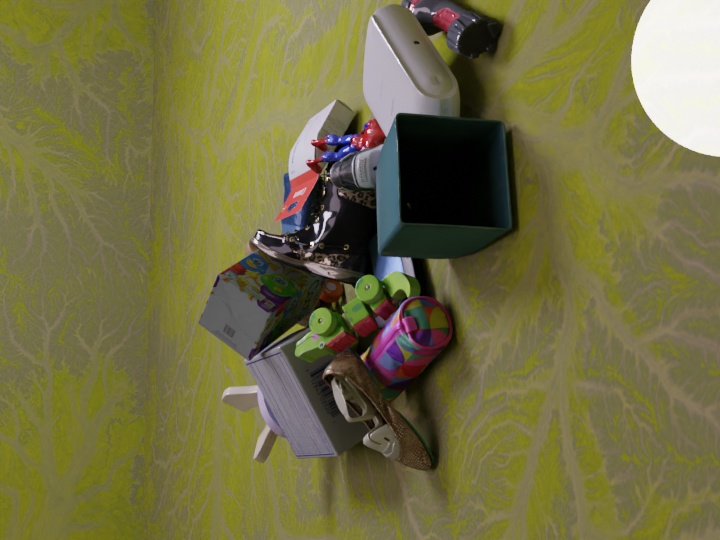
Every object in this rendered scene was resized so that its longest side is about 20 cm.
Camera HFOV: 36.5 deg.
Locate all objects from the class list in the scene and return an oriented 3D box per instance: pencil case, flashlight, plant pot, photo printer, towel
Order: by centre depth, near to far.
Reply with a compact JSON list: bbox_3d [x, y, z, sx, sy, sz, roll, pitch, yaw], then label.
[{"bbox_3d":[0.089,-0.089,1.392,0.200,0.140,0.143,127,143,-68],"label":"plant pot"},{"bbox_3d":[0.114,-0.330,1.463,0.200,0.067,0.068,-122,44,-59],"label":"flashlight"},{"bbox_3d":[0.070,-0.235,1.483,0.167,0.069,0.201,97,152,-53],"label":"photo printer"},{"bbox_3d":[0.054,0.113,1.502,0.200,0.088,0.089,125,144,-51],"label":"pencil case"},{"bbox_3d":[-0.119,-0.085,2.052,0.112,0.048,0.202,-160,76,-68],"label":"towel"}]

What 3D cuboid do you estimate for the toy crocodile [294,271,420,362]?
[{"bbox_3d":[-0.005,0.066,1.503,0.199,0.067,0.062,-36,56,11],"label":"toy crocodile"}]

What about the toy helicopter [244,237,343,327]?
[{"bbox_3d":[-0.134,0.022,1.867,0.200,0.132,0.079,47,137,19],"label":"toy helicopter"}]

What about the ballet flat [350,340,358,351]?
[{"bbox_3d":[-0.042,0.139,1.796,0.200,0.066,0.068,180,73,-72],"label":"ballet flat"}]

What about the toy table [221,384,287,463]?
[{"bbox_3d":[-0.132,0.224,1.867,0.117,0.183,0.200,-49,8,40],"label":"toy table"}]

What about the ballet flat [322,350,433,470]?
[{"bbox_3d":[0.016,0.202,1.481,0.200,0.065,0.071,50,145,18],"label":"ballet flat"}]

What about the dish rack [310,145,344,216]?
[{"bbox_3d":[-0.046,-0.124,1.860,0.153,0.054,0.202,138,133,-60],"label":"dish rack"}]

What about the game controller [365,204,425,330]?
[{"bbox_3d":[0.043,-0.013,1.589,0.104,0.042,0.201,-34,48,31],"label":"game controller"}]

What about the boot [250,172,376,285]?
[{"bbox_3d":[-0.061,-0.072,1.639,0.199,0.073,0.152,19,92,31],"label":"boot"}]

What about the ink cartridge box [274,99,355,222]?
[{"bbox_3d":[-0.096,-0.189,1.897,0.201,0.057,0.162,-57,14,-15],"label":"ink cartridge box"}]

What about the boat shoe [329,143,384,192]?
[{"bbox_3d":[0.013,-0.147,1.547,0.200,0.070,0.073,-8,-83,-70],"label":"boat shoe"}]

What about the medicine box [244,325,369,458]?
[{"bbox_3d":[-0.072,0.185,1.685,0.183,0.102,0.200,62,157,-1],"label":"medicine box"}]

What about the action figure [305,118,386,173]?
[{"bbox_3d":[-0.008,-0.199,1.737,0.199,0.051,0.066,-10,57,52],"label":"action figure"}]

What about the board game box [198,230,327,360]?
[{"bbox_3d":[-0.143,0.035,1.704,0.200,0.105,0.103,-38,-21,-55],"label":"board game box"}]

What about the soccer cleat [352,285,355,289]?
[{"bbox_3d":[0.000,0.000,1.671,0.068,0.080,0.201,119,148,-47],"label":"soccer cleat"}]
